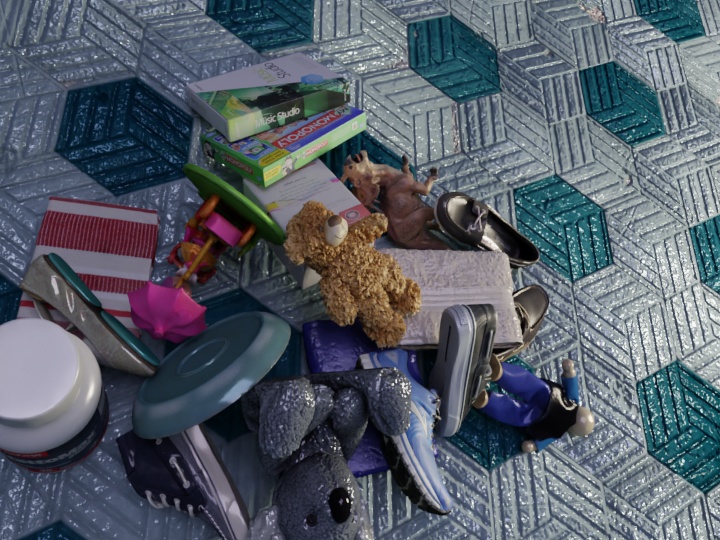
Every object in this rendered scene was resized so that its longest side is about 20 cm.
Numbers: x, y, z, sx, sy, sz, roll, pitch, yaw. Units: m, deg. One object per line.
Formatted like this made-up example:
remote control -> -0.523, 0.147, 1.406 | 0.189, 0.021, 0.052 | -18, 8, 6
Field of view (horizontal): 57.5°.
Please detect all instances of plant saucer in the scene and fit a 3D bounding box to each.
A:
plant saucer -> -0.168, 0.103, 0.718 | 0.199, 0.198, 0.028 | -39, 113, -28

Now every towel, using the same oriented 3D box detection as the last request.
towel -> 0.010, 0.154, 0.836 | 0.144, 0.050, 0.204 | -7, 69, -14
towel -> -0.330, 0.008, 0.804 | 0.140, 0.023, 0.205 | 7, 63, -13
towel -> 0.111, 0.035, 0.859 | 0.195, 0.035, 0.136 | 0, 67, -9

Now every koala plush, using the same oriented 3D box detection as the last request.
koala plush -> -0.047, 0.214, 0.701 | 0.174, 0.183, 0.205 | -2, 83, -32

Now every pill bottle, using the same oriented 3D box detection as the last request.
pill bottle -> -0.316, 0.125, 0.651 | 0.117, 0.201, 0.122 | 7, 64, -14

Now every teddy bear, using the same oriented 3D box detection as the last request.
teddy bear -> 0.000, 0.000, 0.775 | 0.144, 0.066, 0.203 | -36, 102, -28

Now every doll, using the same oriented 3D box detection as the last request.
doll -> 0.240, 0.176, 0.871 | 0.197, 0.048, 0.139 | 26, 97, -23

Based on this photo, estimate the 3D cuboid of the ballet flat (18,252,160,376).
ballet flat -> -0.309, 0.064, 0.743 | 0.199, 0.068, 0.062 | 42, 83, 13

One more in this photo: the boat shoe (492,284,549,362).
boat shoe -> 0.207, 0.083, 0.913 | 0.075, 0.074, 0.199 | 47, 61, 7

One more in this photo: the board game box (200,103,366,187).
board game box -> -0.104, -0.192, 0.916 | 0.133, 0.030, 0.199 | 28, 48, 32

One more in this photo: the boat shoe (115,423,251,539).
boat shoe -> -0.191, 0.242, 0.722 | 0.091, 0.075, 0.202 | -29, 75, -13

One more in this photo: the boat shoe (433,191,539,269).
boat shoe -> 0.184, -0.058, 0.930 | 0.198, 0.056, 0.068 | 29, 72, -38

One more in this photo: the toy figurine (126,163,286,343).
toy figurine -> -0.205, -0.005, 0.789 | 0.149, 0.199, 0.186 | 38, 79, -20

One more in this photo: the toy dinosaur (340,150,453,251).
toy dinosaur -> 0.054, -0.086, 0.942 | 0.134, 0.086, 0.203 | -33, 95, -17

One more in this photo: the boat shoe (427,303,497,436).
boat shoe -> 0.129, 0.127, 0.801 | 0.069, 0.203, 0.073 | -7, 40, -15

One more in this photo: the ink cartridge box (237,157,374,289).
ink cartridge box -> -0.080, -0.083, 0.879 | 0.115, 0.068, 0.201 | -24, 55, -26

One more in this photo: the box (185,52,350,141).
box -> -0.132, -0.254, 0.941 | 0.197, 0.037, 0.144 | -27, 45, -25

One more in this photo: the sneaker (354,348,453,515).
sneaker -> 0.066, 0.181, 0.766 | 0.087, 0.079, 0.204 | -17, 72, -16
